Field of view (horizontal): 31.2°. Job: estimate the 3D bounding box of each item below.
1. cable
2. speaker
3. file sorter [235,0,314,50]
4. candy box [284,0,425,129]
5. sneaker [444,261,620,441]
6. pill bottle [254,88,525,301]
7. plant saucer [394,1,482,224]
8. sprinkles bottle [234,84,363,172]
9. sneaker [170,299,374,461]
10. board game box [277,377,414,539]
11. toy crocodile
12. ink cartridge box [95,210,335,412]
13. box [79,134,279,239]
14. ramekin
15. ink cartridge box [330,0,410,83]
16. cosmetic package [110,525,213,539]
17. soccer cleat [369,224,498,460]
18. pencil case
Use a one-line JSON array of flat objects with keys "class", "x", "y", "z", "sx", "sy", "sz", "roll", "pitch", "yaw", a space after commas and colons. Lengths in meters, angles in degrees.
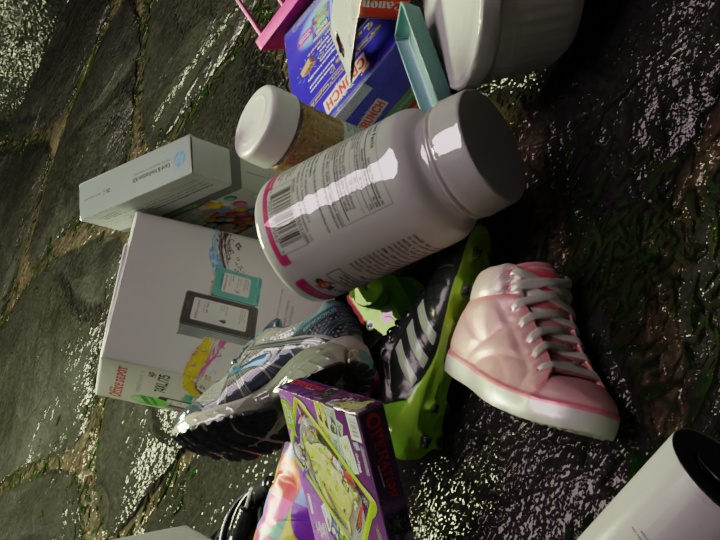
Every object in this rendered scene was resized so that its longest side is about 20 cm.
[{"class": "cable", "x": -0.114, "y": 0.294, "z": 1.215, "sx": 0.163, "sy": 0.051, "sz": 0.201, "roll": -22, "pitch": 53, "yaw": 55}, {"class": "speaker", "x": 0.157, "y": 0.189, "z": 0.767, "sx": 0.200, "sy": 0.081, "sz": 0.081, "roll": -55, "pitch": 30, "yaw": 24}, {"class": "file sorter", "x": -0.042, "y": -0.356, "z": 1.403, "sx": 0.200, "sy": 0.139, "sz": 0.126, "roll": -46, "pitch": 70, "yaw": 36}, {"class": "candy box", "x": 0.004, "y": -0.218, "z": 1.293, "sx": 0.169, "sy": 0.077, "sz": 0.201, "roll": -44, "pitch": 35, "yaw": 32}, {"class": "sneaker", "x": 0.127, "y": 0.049, "z": 0.924, "sx": 0.200, "sy": 0.075, "sz": 0.105, "roll": 29, "pitch": 101, "yaw": 67}, {"class": "pill bottle", "x": 0.023, "y": -0.060, "z": 1.032, "sx": 0.199, "sy": 0.113, "sz": 0.114, "roll": -24, "pitch": 48, "yaw": 31}, {"class": "plant saucer", "x": 0.070, "y": -0.131, "z": 1.110, "sx": 0.070, "sy": 0.019, "sz": 0.201, "roll": 102, "pitch": 151, "yaw": -73}, {"class": "sprinkles bottle", "x": -0.011, "y": -0.095, "z": 1.141, "sx": 0.068, "sy": 0.199, "sz": 0.069, "roll": -40, "pitch": 39, "yaw": 42}, {"class": "sneaker", "x": -0.075, "y": 0.093, "z": 1.087, "sx": 0.199, "sy": 0.078, "sz": 0.087, "roll": -27, "pitch": 48, "yaw": 22}, {"class": "board game box", "x": -0.003, "y": 0.186, "z": 0.982, "sx": 0.120, "sy": 0.032, "sz": 0.201, "roll": 7, "pitch": 114, "yaw": 53}, {"class": "toy crocodile", "x": 0.000, "y": 0.000, "z": 1.151, "sx": 0.062, "sy": 0.067, "sz": 0.201, "roll": -44, "pitch": 60, "yaw": 21}, {"class": "ink cartridge box", "x": -0.138, "y": 0.054, "z": 1.229, "sx": 0.147, "sy": 0.199, "sz": 0.147, "roll": 124, "pitch": 157, "yaw": -67}, {"class": "box", "x": -0.141, "y": -0.065, "z": 1.230, "sx": 0.155, "sy": 0.199, "sz": 0.041, "roll": -17, "pitch": 70, "yaw": 36}, {"class": "ramekin", "x": 0.117, "y": -0.254, "z": 1.069, "sx": 0.202, "sy": 0.094, "sz": 0.204, "roll": 175, "pitch": 90, "yaw": -80}, {"class": "ink cartridge box", "x": 0.015, "y": -0.283, "z": 1.176, "sx": 0.109, "sy": 0.050, "sz": 0.201, "roll": -108, "pitch": 22, "yaw": -53}, {"class": "cosmetic package", "x": -0.150, "y": 0.342, "z": 1.082, "sx": 0.200, "sy": 0.122, "sz": 0.201, "roll": 8, "pitch": 100, "yaw": 55}, {"class": "soccer cleat", "x": 0.052, "y": 0.053, "z": 1.053, "sx": 0.081, "sy": 0.067, "sz": 0.201, "roll": 16, "pitch": 86, "yaw": 32}, {"class": "pencil case", "x": -0.032, "y": 0.176, "z": 1.118, "sx": 0.088, "sy": 0.088, "sz": 0.201, "roll": 13, "pitch": 84, "yaw": 62}]
